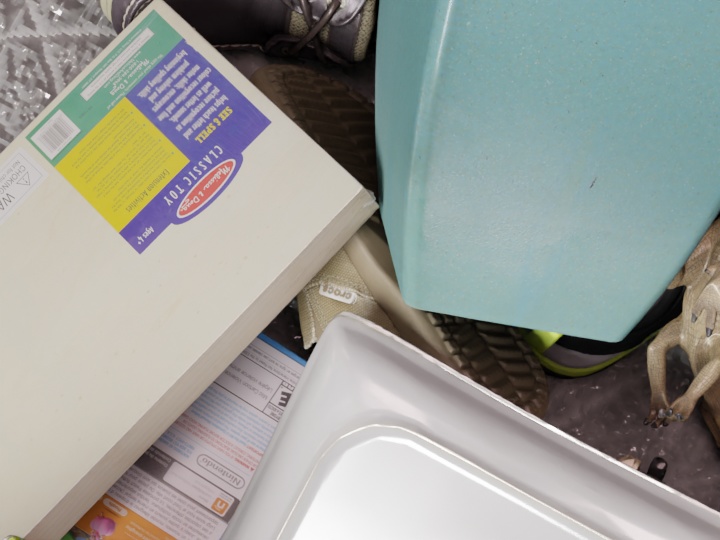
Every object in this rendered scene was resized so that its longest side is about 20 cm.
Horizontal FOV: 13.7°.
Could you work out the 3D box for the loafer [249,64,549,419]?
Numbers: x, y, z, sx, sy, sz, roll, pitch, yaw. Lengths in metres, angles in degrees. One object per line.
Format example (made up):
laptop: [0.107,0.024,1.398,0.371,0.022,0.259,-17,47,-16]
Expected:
loafer: [0.000,0.000,1.232,0.076,0.067,0.200,5,46,-48]

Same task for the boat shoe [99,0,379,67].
boat shoe: [-0.008,-0.119,1.266,0.199,0.072,0.065,-9,57,-17]

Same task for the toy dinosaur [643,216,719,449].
toy dinosaur: [0.148,-0.003,1.219,0.058,0.200,0.101,29,35,24]

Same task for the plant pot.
plant pot: [0.077,-0.085,1.136,0.141,0.141,0.201,10,116,-12]

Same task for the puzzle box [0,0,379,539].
puzzle box: [-0.105,0.002,1.194,0.200,0.025,0.133,-45,63,-2]

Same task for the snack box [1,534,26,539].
snack box: [-0.190,0.172,1.105,0.200,0.142,0.053,-31,80,-2]

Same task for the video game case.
video game case: [-0.122,0.089,1.215,0.143,0.018,0.200,32,72,8]

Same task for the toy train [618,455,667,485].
toy train: [0.068,0.158,1.212,0.046,0.034,0.200,27,73,12]

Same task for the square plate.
square plate: [0.030,0.148,1.156,0.198,0.028,0.200,28,94,8]

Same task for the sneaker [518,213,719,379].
sneaker: [0.144,-0.026,1.264,0.072,0.083,0.200,44,73,3]
